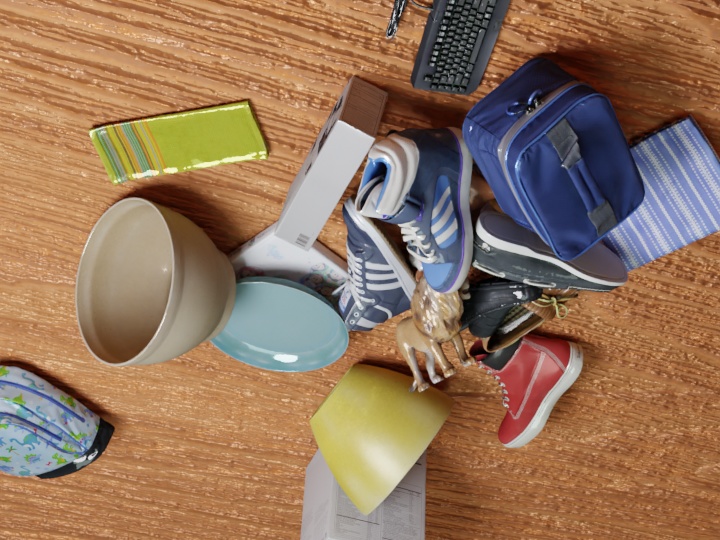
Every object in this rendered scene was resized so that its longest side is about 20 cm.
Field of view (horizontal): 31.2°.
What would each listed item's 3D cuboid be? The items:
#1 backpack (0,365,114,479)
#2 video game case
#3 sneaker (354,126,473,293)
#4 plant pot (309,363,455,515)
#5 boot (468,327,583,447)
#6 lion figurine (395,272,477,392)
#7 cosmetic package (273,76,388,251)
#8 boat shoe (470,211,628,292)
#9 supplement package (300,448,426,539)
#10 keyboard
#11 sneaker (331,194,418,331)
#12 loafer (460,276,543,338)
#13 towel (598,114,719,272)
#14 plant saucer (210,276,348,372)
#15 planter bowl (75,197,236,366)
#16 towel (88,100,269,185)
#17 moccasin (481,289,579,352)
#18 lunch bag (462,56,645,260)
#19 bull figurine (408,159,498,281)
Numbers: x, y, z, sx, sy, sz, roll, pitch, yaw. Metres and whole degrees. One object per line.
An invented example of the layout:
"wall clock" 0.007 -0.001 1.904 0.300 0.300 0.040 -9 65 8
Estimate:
"backpack" -0.484 0.219 1.855 0.162 0.154 0.201 -16 122 31
"video game case" -0.091 0.030 1.682 0.181 0.024 0.199 -31 127 33
"sneaker" 0.049 -0.058 1.431 0.145 0.080 0.202 -14 118 -32
"plant pot" 0.014 0.212 1.776 0.142 0.200 0.200 39 133 1
"boot" 0.197 0.156 1.767 0.143 0.073 0.201 16 129 -12
"lion figurine" 0.080 0.077 1.594 0.072 0.123 0.200 -24 172 -32
"cosmetic package" -0.036 -0.119 1.465 0.050 0.083 0.201 25 135 -8
"boat shoe" 0.214 -0.012 1.501 0.198 0.076 0.061 20 129 -12
"supplement package" 0.003 0.357 1.905 0.149 0.201 0.152 15 138 -13
"keyboard" 0.086 -0.265 1.339 0.126 0.021 0.201 10 137 -6
"sneaker" 0.000 0.000 1.585 0.108 0.070 0.200 -30 134 6
"loafer" 0.156 0.047 1.598 0.068 0.071 0.200 -15 179 -36
"towel" 0.327 -0.078 1.490 0.199 0.024 0.145 -27 108 30
"plant saucer" -0.111 0.066 1.676 0.198 0.028 0.201 6 144 4
"planter bowl" -0.237 0.021 1.578 0.134 0.202 0.200 10 145 -44
"towel" -0.211 -0.147 1.499 0.198 0.018 0.086 -8 138 13
"moccasin" 0.223 0.035 1.616 0.201 0.078 0.073 -35 126 30
"lunch bag" 0.210 -0.120 1.372 0.136 0.132 0.200 -41 132 -4
"bull figurine" 0.129 -0.053 1.541 0.120 0.066 0.201 5 140 -7
